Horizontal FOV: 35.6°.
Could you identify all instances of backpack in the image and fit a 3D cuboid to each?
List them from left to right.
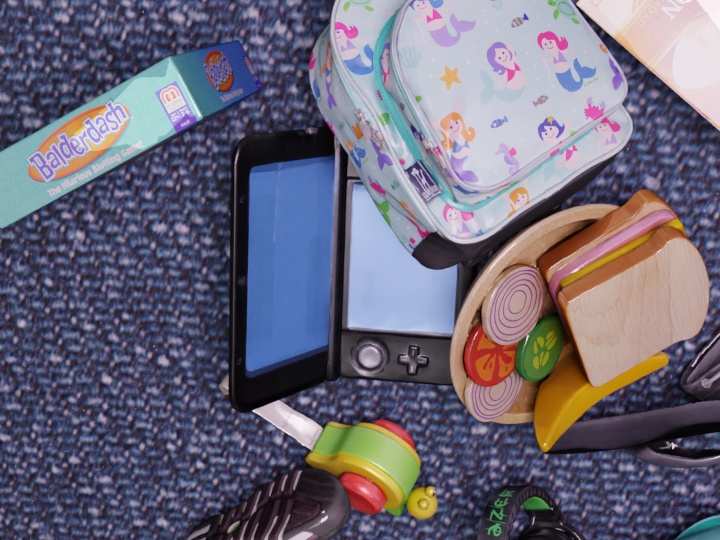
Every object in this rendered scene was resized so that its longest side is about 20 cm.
[{"bbox_3d":[0.066,-0.125,0.753,0.176,0.151,0.201,-31,80,-18],"label":"backpack"}]

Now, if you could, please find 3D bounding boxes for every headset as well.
[{"bbox_3d":[0.131,0.260,0.886,0.093,0.124,0.201,-9,123,33],"label":"headset"}]

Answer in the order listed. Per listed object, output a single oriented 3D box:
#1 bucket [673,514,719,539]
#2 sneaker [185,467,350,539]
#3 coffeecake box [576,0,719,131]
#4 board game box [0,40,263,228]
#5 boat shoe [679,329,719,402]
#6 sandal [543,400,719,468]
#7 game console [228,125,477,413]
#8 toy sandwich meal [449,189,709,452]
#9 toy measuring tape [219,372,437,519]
[{"bbox_3d":[0.280,0.285,0.830,0.134,0.207,0.209,-28,100,5],"label":"bucket"},{"bbox_3d":[-0.052,0.232,0.901,0.115,0.076,0.199,44,133,-19],"label":"sneaker"},{"bbox_3d":[0.271,-0.176,0.755,0.200,0.073,0.154,41,111,2],"label":"coffeecake box"},{"bbox_3d":[-0.158,-0.100,0.772,0.151,0.200,0.045,-26,101,11],"label":"board game box"},{"bbox_3d":[0.313,0.024,0.826,0.067,0.072,0.201,33,112,-5],"label":"boat shoe"},{"bbox_3d":[0.226,0.126,0.825,0.199,0.076,0.043,-18,70,43],"label":"sandal"},{"bbox_3d":[0.000,0.000,0.825,0.173,0.116,0.203,4,105,5],"label":"game console"},{"bbox_3d":[0.158,0.041,0.802,0.203,0.070,0.207,-16,128,-22],"label":"toy sandwich meal"},{"bbox_3d":[-0.018,0.132,0.882,0.199,0.074,0.074,36,105,-4],"label":"toy measuring tape"}]
